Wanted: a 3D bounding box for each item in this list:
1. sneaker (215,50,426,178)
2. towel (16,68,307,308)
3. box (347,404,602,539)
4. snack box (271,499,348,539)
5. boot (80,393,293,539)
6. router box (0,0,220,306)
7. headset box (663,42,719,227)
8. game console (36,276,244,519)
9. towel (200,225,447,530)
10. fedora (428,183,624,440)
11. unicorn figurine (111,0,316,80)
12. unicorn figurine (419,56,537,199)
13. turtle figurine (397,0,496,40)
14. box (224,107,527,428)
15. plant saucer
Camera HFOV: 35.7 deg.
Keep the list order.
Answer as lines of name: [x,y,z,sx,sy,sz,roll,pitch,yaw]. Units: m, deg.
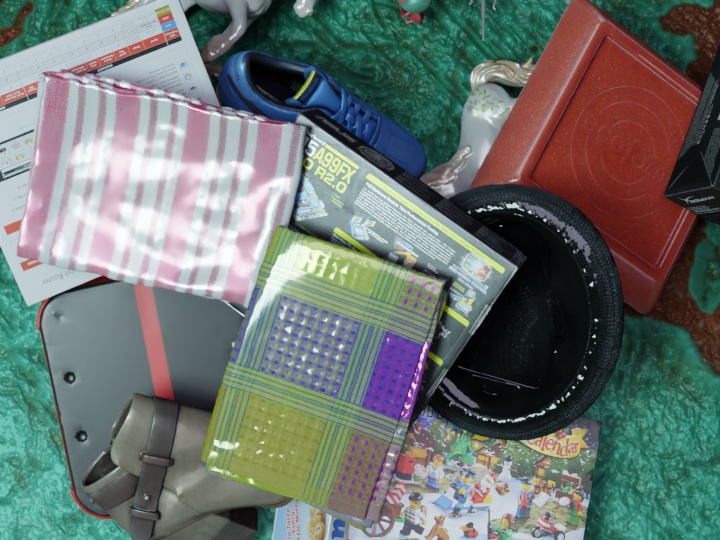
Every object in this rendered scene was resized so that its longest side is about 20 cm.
sneaker: [-0.025,-0.125,0.937,0.198,0.078,0.067,23,71,-17]
towel: [-0.148,-0.056,0.820,0.198,0.030,0.148,13,105,0]
box: [0.089,0.172,0.923,0.198,0.038,0.138,11,80,3]
snack box: [-0.039,0.194,0.908,0.024,0.071,0.202,17,77,-40]
boot: [-0.118,0.136,0.875,0.145,0.070,0.201,32,101,-21]
router box: [-0.203,-0.095,0.874,0.198,0.049,0.181,-22,104,-9]
headset box: [0.372,-0.088,0.923,0.198,0.077,0.150,25,81,-15]
game console: [-0.167,0.097,0.926,0.175,0.031,0.202,-11,97,-6]
towel: [-0.028,0.081,0.822,0.142,0.023,0.202,18,100,5]
fedora: [0.121,0.028,0.891,0.198,0.092,0.203,4,103,17]
unicorn figurine: [-0.117,-0.237,0.978,0.198,0.074,0.138,25,79,8]
unicorn figurine: [0.110,-0.092,0.962,0.136,0.074,0.202,12,64,4]
turtle figurine: [0.049,-0.297,0.966,0.100,0.150,0.202,-16,76,14]
box: [0.000,0.000,0.849,0.199,0.044,0.161,35,109,7]
plant saucer: [0.219,-0.098,0.935,0.199,0.037,0.201,32,79,-15]
